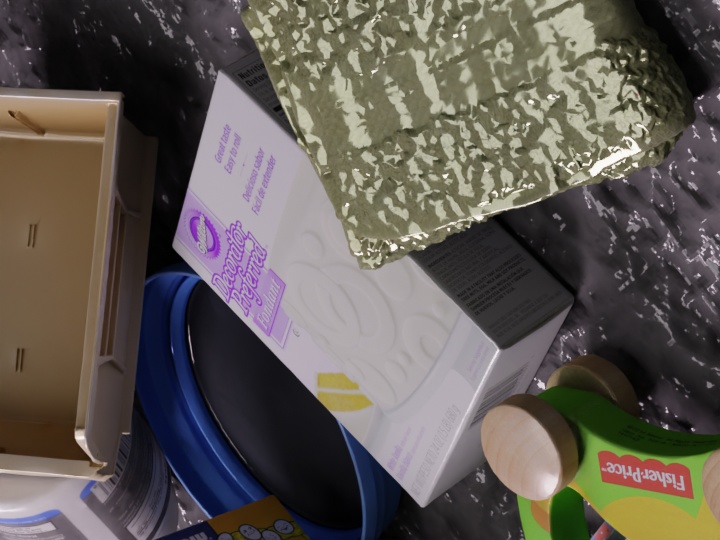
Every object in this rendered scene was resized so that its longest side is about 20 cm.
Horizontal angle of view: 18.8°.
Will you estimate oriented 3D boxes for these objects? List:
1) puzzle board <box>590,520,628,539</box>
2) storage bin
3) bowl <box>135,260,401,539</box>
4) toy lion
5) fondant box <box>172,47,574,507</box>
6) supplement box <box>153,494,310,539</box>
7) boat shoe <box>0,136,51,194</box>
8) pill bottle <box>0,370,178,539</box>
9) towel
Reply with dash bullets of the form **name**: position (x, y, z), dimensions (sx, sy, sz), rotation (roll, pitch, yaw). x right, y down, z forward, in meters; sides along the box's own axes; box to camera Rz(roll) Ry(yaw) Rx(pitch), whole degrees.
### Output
- **puzzle board**: position (0.139, 0.209, 1.042), dimensions (0.151, 0.017, 0.200), rotation (47, 124, 20)
- **storage bin**: position (-0.223, 0.005, 1.180), dimensions (0.094, 0.199, 0.200), rotation (45, -131, -78)
- **bowl**: position (-0.054, 0.081, 1.235), dimensions (0.200, 0.039, 0.202), rotation (32, 138, 34)
- **toy lion**: position (0.158, 0.146, 0.965), dimensions (0.199, 0.068, 0.193), rotation (8, 116, 44)
- **fondant box**: position (0.000, 0.000, 1.084), dimensions (0.200, 0.058, 0.145), rotation (46, 145, 19)
- **supplement box**: position (-0.045, 0.238, 1.177), dimensions (0.200, 0.108, 0.110), rotation (46, 139, 35)
- **boat shoe**: position (-0.184, 0.007, 1.298), dimensions (0.074, 0.086, 0.203), rotation (30, 139, 36)
- **pill bottle**: position (-0.177, 0.120, 1.307), dimensions (0.114, 0.114, 0.200), rotation (41, 168, 23)
- **towel**: position (0.041, -0.091, 0.942), dimensions (0.199, 0.036, 0.149), rotation (-21, 96, 41)
